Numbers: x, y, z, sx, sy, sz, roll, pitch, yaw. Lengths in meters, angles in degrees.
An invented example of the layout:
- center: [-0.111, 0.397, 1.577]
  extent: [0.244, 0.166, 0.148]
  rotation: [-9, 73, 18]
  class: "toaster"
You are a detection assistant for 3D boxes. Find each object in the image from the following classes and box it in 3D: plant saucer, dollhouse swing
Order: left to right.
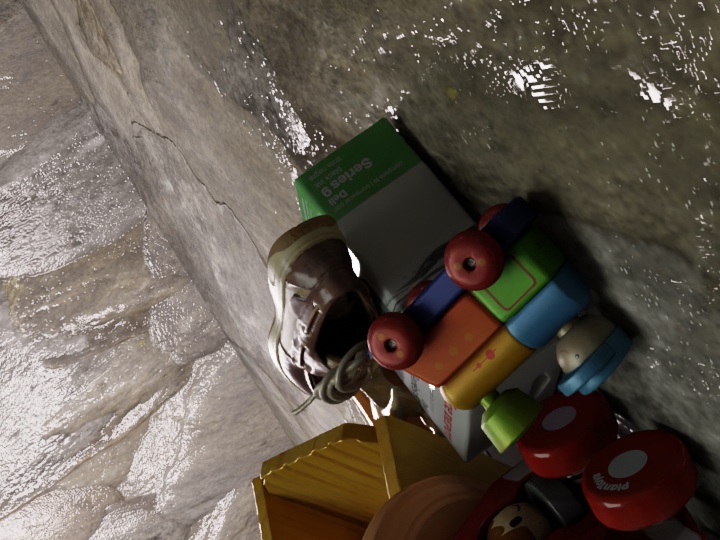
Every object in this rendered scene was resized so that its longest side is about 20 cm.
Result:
- center: [0.016, 0.244, 0.950]
  extent: [0.180, 0.178, 0.199]
  rotation: [25, 147, -27]
  class: "dollhouse swing"
- center: [0.083, 0.237, 0.836]
  extent: [0.032, 0.200, 0.201]
  rotation: [-35, 88, 43]
  class: "plant saucer"

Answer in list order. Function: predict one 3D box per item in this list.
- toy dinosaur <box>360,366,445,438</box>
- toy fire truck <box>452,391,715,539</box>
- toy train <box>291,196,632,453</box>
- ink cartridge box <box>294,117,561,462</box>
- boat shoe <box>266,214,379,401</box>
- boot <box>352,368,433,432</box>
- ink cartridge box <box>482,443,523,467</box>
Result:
- center: [0.027, 0.114, 0.976]
  extent: [0.101, 0.058, 0.200]
  rotation: [44, -175, -9]
  class: "toy dinosaur"
- center: [0.125, 0.176, 0.760]
  extent: [0.113, 0.167, 0.200]
  rotation: [61, 167, -21]
  class: "toy fire truck"
- center: [0.058, 0.063, 0.731]
  extent: [0.116, 0.200, 0.085]
  rotation: [45, -154, 6]
  class: "toy train"
- center: [0.047, 0.017, 0.861]
  extent: [0.201, 0.084, 0.146]
  rotation: [51, 167, 23]
  class: "ink cartridge box"
- center: [-0.016, 0.047, 0.828]
  extent: [0.072, 0.072, 0.201]
  rotation: [51, 160, 28]
  class: "boat shoe"
- center: [0.006, 0.106, 1.085]
  extent: [0.155, 0.073, 0.201]
  rotation: [42, -160, -32]
  class: "boot"
- center: [0.128, 0.163, 1.012]
  extent: [0.201, 0.044, 0.094]
  rotation: [56, 170, 4]
  class: "ink cartridge box"
